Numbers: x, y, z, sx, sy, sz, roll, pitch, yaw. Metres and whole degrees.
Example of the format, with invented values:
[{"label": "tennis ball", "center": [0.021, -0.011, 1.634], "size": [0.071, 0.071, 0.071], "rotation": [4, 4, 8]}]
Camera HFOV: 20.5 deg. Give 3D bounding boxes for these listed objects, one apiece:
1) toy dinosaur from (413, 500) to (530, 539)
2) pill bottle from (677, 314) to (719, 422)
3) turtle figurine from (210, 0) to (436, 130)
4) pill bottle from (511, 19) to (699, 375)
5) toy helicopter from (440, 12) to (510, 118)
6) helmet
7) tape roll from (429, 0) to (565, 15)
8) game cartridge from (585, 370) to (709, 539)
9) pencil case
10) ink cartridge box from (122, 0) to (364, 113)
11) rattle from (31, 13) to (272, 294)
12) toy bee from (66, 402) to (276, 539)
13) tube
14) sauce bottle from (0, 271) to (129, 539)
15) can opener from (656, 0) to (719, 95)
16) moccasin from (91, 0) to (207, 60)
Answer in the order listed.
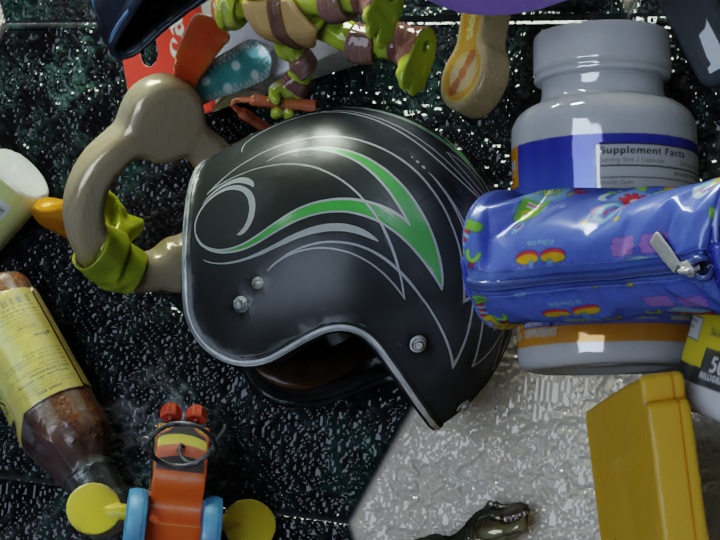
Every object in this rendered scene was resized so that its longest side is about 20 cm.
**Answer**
[{"label": "toy dinosaur", "center": [0.019, 0.208, 1.231], "size": [0.199, 0.048, 0.088], "rotation": [-19, 57, -1]}, {"label": "pill bottle", "center": [0.246, -0.010, 1.070], "size": [0.111, 0.111, 0.201], "rotation": [17, 93, 30]}, {"label": "turtle figurine", "center": [-0.033, -0.150, 1.230], "size": [0.161, 0.200, 0.064], "rotation": [14, 53, 33]}, {"label": "pill bottle", "center": [0.145, -0.041, 1.180], "size": [0.112, 0.112, 0.201], "rotation": [-6, 82, 29]}, {"label": "toy helicopter", "center": [0.089, -0.190, 1.208], "size": [0.132, 0.079, 0.201], "rotation": [-6, 70, 51]}, {"label": "helmet", "center": [0.000, 0.000, 1.216], "size": [0.190, 0.200, 0.201], "rotation": [-5, 82, 10]}, {"label": "tape roll", "center": [0.089, -0.248, 1.147], "size": [0.199, 0.066, 0.201], "rotation": [-12, 58, 20]}, {"label": "game cartridge", "center": [0.164, 0.153, 1.108], "size": [0.032, 0.200, 0.177], "rotation": [-6, 81, -4]}, {"label": "pencil case", "center": [0.138, -0.009, 1.041], "size": [0.200, 0.087, 0.078], "rotation": [-3, 101, 48]}, {"label": "ink cartridge box", "center": [-0.096, -0.195, 1.370], "size": [0.199, 0.057, 0.163], "rotation": [-14, 78, 23]}, {"label": "rattle", "center": [-0.144, -0.094, 1.360], "size": [0.143, 0.130, 0.201], "rotation": [-122, 42, -66]}, {"label": "toy bee", "center": [-0.114, 0.146, 1.314], "size": [0.200, 0.131, 0.109], "rotation": [-53, 22, 32]}, {"label": "tube", "center": [-0.309, -0.007, 1.473], "size": [0.200, 0.052, 0.058], "rotation": [-45, 24, 22]}, {"label": "sauce bottle", "center": [-0.217, 0.095, 1.396], "size": [0.066, 0.066, 0.200], "rotation": [-41, 65, 20]}, {"label": "can opener", "center": [0.191, -0.202, 1.205], "size": [0.066, 0.053, 0.201], "rotation": [-27, 72, 23]}, {"label": "moccasin", "center": [-0.097, -0.202, 1.310], "size": [0.200, 0.080, 0.068], "rotation": [-35, 53, 39]}]
